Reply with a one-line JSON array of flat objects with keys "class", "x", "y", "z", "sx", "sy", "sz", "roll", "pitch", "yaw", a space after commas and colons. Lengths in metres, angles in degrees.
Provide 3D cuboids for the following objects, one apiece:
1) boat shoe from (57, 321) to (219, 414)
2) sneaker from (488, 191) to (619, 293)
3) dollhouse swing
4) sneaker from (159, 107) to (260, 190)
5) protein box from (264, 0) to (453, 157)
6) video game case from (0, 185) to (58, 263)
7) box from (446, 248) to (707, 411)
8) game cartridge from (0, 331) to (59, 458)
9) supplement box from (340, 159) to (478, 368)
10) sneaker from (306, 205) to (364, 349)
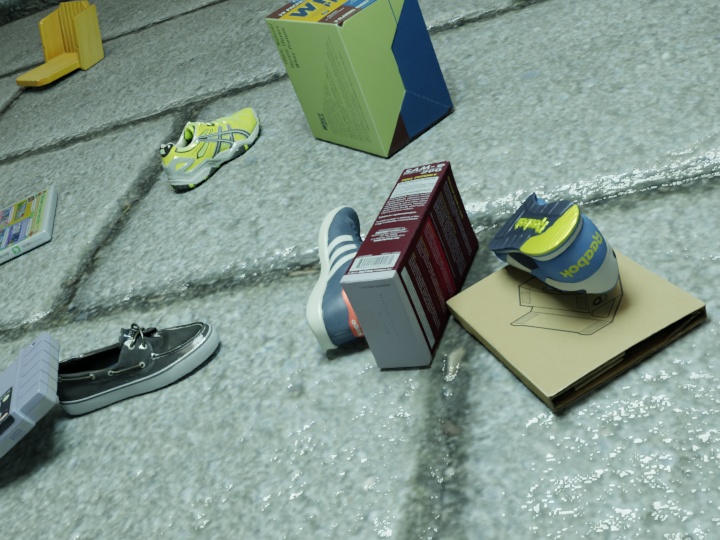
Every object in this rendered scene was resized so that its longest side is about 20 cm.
[{"class": "boat shoe", "x": -0.257, "y": 0.094, "z": 1.087, "sx": 0.197, "sy": 0.067, "sz": 0.070, "roll": -21, "pitch": 30, "yaw": 8}, {"class": "sneaker", "x": 0.178, "y": -0.020, "z": 0.910, "sx": 0.074, "sy": 0.082, "sz": 0.200, "roll": -52, "pitch": 11, "yaw": 4}, {"class": "dollhouse swing", "x": -0.768, "y": -0.565, "z": 2.415, "sx": 0.174, "sy": 0.185, "sz": 0.198, "roll": -21, "pitch": 23, "yaw": -39}, {"class": "sneaker", "x": -0.234, "y": -0.209, "z": 1.540, "sx": 0.075, "sy": 0.077, "sz": 0.200, "roll": 4, "pitch": 39, "yaw": 42}, {"class": "protein box", "x": -0.002, "y": -0.294, "z": 1.379, "sx": 0.134, "sy": 0.201, "sz": 0.199, "roll": -36, "pitch": 31, "yaw": -21}, {"class": "video game case", "x": -0.597, "y": -0.061, "z": 1.629, "sx": 0.180, "sy": 0.022, "sz": 0.201, "roll": -25, "pitch": 29, "yaw": -1}, {"class": "box", "x": 0.191, "y": 0.035, "z": 0.896, "sx": 0.162, "sy": 0.022, "sz": 0.200, "roll": -29, "pitch": 29, "yaw": -9}, {"class": "game cartridge", "x": -0.407, "y": 0.168, "z": 1.056, "sx": 0.200, "sy": 0.038, "sz": 0.130, "roll": -43, "pitch": 25, "yaw": 7}, {"class": "supplement box", "x": 0.055, "y": -0.010, "z": 0.980, "sx": 0.060, "sy": 0.110, "sz": 0.201, "roll": -6, "pitch": 34, "yaw": 29}, {"class": "sneaker", "x": 0.000, "y": 0.000, "z": 1.046, "sx": 0.083, "sy": 0.075, "sz": 0.202, "roll": -15, "pitch": 41, "yaw": 19}]
